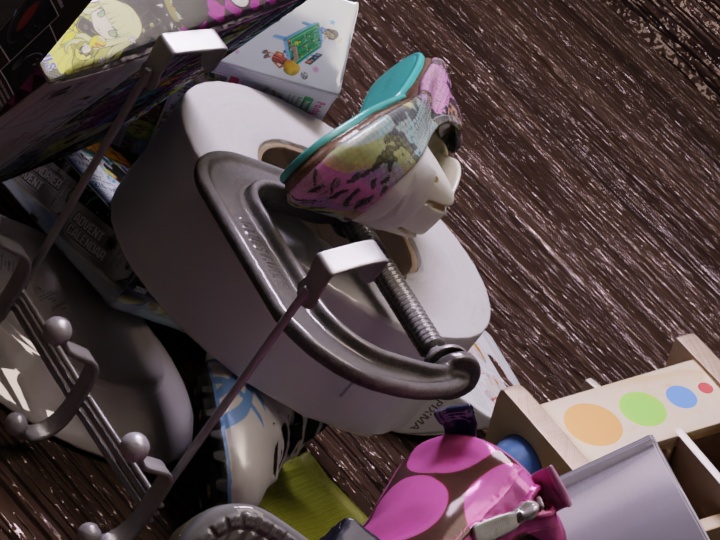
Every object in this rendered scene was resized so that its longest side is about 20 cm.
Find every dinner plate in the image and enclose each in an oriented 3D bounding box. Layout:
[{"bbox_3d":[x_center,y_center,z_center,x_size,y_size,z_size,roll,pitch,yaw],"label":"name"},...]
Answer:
[{"bbox_3d":[-0.160,0.023,1.271,0.200,0.024,0.200,35,17,-13],"label":"dinner plate"}]

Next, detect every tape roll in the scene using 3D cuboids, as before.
[{"bbox_3d":[-0.030,-0.008,1.298,0.202,0.071,0.203,34,21,-15],"label":"tape roll"}]

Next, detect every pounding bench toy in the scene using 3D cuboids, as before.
[{"bbox_3d":[0.139,0.164,1.398,0.155,0.201,0.124,-14,46,-30],"label":"pounding bench toy"}]

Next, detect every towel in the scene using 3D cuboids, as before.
[{"bbox_3d":[0.023,0.172,1.290,0.200,0.018,0.086,44,17,12],"label":"towel"}]

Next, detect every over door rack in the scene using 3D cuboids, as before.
[{"bbox_3d":[-0.103,0.009,1.109,0.066,0.200,0.148,1,47,-55],"label":"over door rack"}]

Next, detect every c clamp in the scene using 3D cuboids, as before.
[{"bbox_3d":[0.000,0.000,1.195,0.170,0.027,0.200,24,25,-36],"label":"c clamp"}]

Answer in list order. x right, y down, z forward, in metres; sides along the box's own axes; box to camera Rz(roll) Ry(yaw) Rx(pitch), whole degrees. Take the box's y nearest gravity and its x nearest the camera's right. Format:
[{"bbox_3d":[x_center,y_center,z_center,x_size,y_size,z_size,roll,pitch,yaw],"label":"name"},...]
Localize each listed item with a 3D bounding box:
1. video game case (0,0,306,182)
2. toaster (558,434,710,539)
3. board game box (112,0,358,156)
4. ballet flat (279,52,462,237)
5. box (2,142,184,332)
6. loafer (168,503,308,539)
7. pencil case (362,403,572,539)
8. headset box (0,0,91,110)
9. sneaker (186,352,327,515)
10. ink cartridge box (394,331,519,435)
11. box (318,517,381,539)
[{"bbox_3d":[-0.141,-0.089,1.203,0.181,0.200,0.036,-25,87,-42],"label":"video game case"},{"bbox_3d":[0.132,0.194,1.160,0.181,0.118,0.200,64,3,39],"label":"toaster"},{"bbox_3d":[-0.118,-0.122,1.406,0.199,0.148,0.065,16,66,-10],"label":"board game box"},{"bbox_3d":[0.019,-0.056,1.238,0.071,0.069,0.200,52,21,-5],"label":"ballet flat"},{"bbox_3d":[-0.113,-0.017,1.393,0.137,0.040,0.200,45,11,28],"label":"box"},{"bbox_3d":[-0.013,0.169,1.116,0.200,0.075,0.070,46,-15,-22],"label":"loafer"},{"bbox_3d":[0.004,0.151,1.020,0.200,0.093,0.091,-47,114,-34],"label":"pencil case"},{"bbox_3d":[-0.225,-0.102,1.036,0.148,0.200,0.075,38,-8,8],"label":"headset box"},{"bbox_3d":[-0.051,0.074,1.270,0.072,0.072,0.200,6,19,0],"label":"sneaker"},{"bbox_3d":[0.029,0.052,1.569,0.200,0.047,0.160,35,17,-34],"label":"ink cartridge box"},{"bbox_3d":[0.014,0.226,0.863,0.200,0.104,0.182,37,50,-6],"label":"box"}]
